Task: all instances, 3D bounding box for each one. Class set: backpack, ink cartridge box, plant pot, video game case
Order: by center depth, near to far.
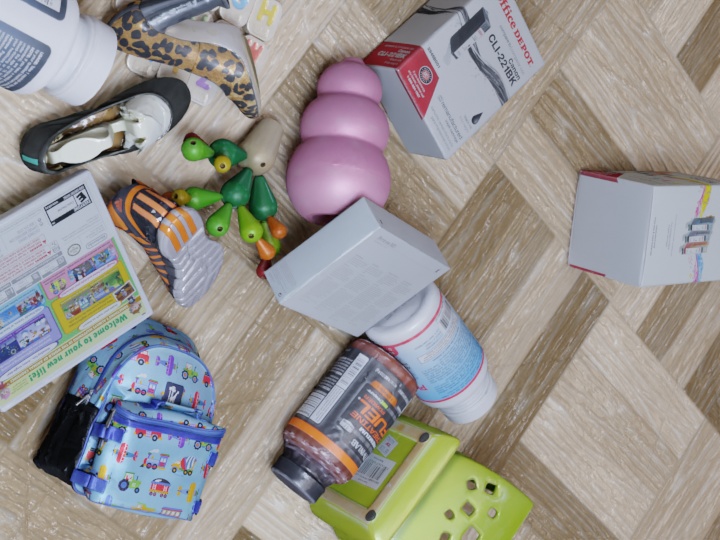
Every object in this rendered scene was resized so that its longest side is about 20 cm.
[{"bbox_3d":[-0.332,0.020,1.418,0.200,0.022,0.183,-35,119,-28],"label":"video game case"},{"bbox_3d":[-0.238,0.160,1.512,0.182,0.134,0.201,26,83,-39],"label":"backpack"},{"bbox_3d":[0.119,-0.259,1.702,0.200,0.084,0.145,-45,123,-20],"label":"ink cartridge box"},{"bbox_3d":[0.065,0.299,1.739,0.199,0.200,0.182,-51,120,-14],"label":"plant pot"},{"bbox_3d":[0.424,-0.064,1.943,0.199,0.145,0.145,-3,103,-37],"label":"ink cartridge box"}]

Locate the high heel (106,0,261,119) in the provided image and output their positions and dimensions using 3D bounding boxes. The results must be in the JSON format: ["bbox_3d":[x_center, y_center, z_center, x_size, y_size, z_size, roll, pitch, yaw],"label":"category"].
[{"bbox_3d":[-0.192,-0.226,1.498,0.142,0.072,0.200,-17,139,3],"label":"high heel"}]

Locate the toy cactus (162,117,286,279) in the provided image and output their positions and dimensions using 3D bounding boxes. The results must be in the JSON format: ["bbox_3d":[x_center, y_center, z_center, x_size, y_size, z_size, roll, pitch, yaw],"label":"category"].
[{"bbox_3d":[-0.138,-0.101,1.561,0.200,0.102,0.165,46,55,-33],"label":"toy cactus"}]

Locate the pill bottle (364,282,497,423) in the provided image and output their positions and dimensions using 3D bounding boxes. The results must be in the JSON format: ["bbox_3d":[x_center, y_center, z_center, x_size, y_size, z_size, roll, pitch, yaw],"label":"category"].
[{"bbox_3d":[0.096,0.107,1.764,0.109,0.109,0.200,-49,125,-16],"label":"pill bottle"}]

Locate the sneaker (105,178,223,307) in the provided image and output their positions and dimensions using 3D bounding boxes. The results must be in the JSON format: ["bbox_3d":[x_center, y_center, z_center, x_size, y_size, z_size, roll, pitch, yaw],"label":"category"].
[{"bbox_3d":[-0.221,-0.040,1.510,0.078,0.112,0.200,-48,159,-21],"label":"sneaker"}]

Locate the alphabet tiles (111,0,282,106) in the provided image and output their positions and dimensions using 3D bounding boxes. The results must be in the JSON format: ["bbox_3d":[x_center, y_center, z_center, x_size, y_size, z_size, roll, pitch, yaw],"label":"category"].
[{"bbox_3d":[-0.178,-0.293,1.514,0.200,0.015,0.196,24,87,-38],"label":"alphabet tiles"}]

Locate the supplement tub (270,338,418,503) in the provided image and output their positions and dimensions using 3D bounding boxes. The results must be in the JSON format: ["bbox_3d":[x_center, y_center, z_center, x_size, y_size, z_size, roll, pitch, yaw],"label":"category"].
[{"bbox_3d":[-0.024,0.191,1.696,0.200,0.107,0.107,-52,126,-15],"label":"supplement tub"}]

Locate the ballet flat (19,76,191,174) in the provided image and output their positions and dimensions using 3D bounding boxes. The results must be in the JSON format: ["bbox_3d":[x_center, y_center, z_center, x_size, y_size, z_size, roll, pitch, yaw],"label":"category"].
[{"bbox_3d":[-0.260,-0.145,1.439,0.199,0.068,0.068,-26,122,-20],"label":"ballet flat"}]

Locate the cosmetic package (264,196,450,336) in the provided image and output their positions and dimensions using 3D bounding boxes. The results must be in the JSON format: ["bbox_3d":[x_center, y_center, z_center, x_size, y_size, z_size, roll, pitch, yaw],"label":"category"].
[{"bbox_3d":[0.000,0.000,1.615,0.151,0.052,0.200,-34,153,15],"label":"cosmetic package"}]

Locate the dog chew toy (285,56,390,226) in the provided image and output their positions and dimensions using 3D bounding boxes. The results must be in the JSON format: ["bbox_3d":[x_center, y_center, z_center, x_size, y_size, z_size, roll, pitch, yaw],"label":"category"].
[{"bbox_3d":[-0.021,-0.154,1.605,0.124,0.124,0.201,17,73,-38],"label":"dog chew toy"}]

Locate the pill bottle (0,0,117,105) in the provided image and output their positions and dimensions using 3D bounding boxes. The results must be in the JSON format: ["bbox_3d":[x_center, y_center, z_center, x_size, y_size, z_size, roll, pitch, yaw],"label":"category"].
[{"bbox_3d":[-0.346,-0.242,1.334,0.200,0.119,0.120,26,85,-38],"label":"pill bottle"}]
